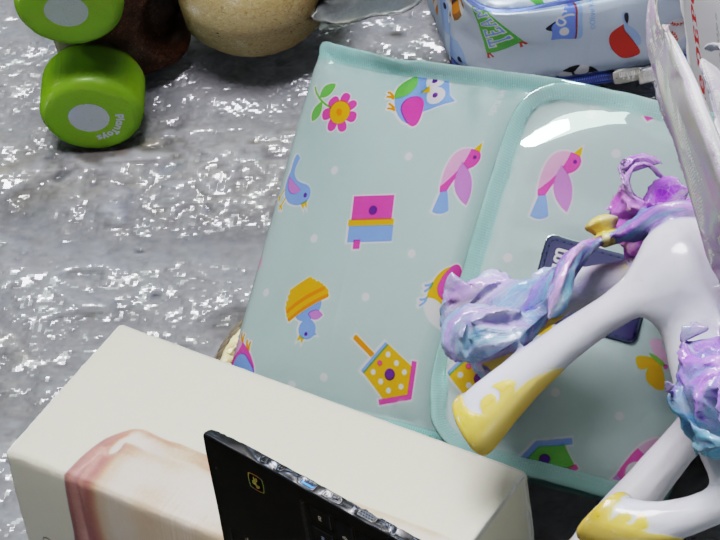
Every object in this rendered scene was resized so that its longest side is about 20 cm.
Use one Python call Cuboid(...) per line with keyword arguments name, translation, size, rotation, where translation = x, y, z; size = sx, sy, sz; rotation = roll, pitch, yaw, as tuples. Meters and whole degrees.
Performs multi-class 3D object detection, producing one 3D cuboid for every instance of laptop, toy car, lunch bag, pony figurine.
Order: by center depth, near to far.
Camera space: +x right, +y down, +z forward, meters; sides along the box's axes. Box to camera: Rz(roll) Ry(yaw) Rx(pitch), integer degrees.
Cuboid(name="laptop", translation=(0.000, 0.183, 0.914), size=(0.200, 0.177, 0.103), rotation=(26, 50, 32))
Cuboid(name="pony figurine", translation=(0.127, 0.005, 0.967), size=(0.200, 0.167, 0.193), rotation=(-31, 74, 20))
Cuboid(name="lunch bag", translation=(0.062, 0.004, 1.098), size=(0.200, 0.122, 0.171), rotation=(13, 84, 34))
Cuboid(name="toy car", translation=(-0.068, -0.169, 1.353), size=(0.200, 0.158, 0.164), rotation=(-2, 52, 3))
Cuboid(name="lunch bag", translation=(0.114, -0.168, 1.383), size=(0.160, 0.076, 0.200), rotation=(-10, 40, -6))

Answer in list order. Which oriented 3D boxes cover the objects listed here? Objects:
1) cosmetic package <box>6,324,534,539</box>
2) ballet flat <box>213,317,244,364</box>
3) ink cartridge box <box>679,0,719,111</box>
Cuboid(name="cosmetic package", translation=(-0.034, 0.111, 1.062), size=(0.200, 0.103, 0.087), rotation=(18, 48, 29))
Cuboid(name="ballet flat", translation=(0.000, 0.000, 1.226), size=(0.067, 0.046, 0.200), rotation=(27, 52, 35))
Cuboid(name="ink cartridge box", translation=(0.213, -0.075, 1.164), size=(0.084, 0.146, 0.200), rotation=(-12, 24, -6))
